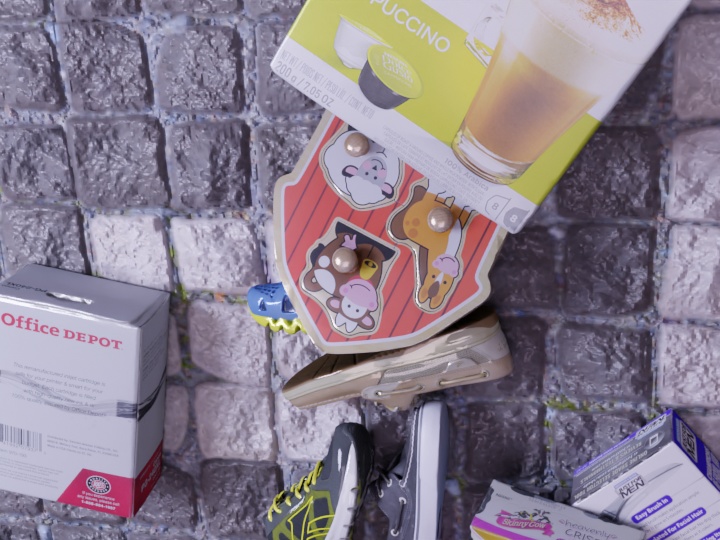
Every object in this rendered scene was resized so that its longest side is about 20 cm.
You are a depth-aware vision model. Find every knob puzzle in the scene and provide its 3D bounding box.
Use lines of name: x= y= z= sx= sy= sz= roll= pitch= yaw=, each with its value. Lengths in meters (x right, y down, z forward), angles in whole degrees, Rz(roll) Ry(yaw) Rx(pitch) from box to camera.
knob puzzle: x=0.013 y=-0.025 z=0.949 sx=0.219 sy=0.030 sz=0.220 roll=-1 pitch=86 yaw=17

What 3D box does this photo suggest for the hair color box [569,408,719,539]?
hair color box: x=0.284 y=0.227 z=1.030 sx=0.109 sy=0.065 sz=0.200 roll=-39 pitch=100 yaw=25

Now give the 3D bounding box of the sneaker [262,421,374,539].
sneaker: x=-0.045 y=0.220 z=1.100 sx=0.085 sy=0.074 sz=0.200 roll=18 pitch=115 yaw=6

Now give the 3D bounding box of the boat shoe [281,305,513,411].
boat shoe: x=0.030 y=0.090 z=1.032 sx=0.200 sy=0.072 sz=0.065 roll=-19 pitch=104 yaw=14

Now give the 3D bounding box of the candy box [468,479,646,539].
candy box: x=0.159 y=0.287 z=1.048 sx=0.136 sy=0.061 sz=0.200 roll=16 pitch=130 yaw=19

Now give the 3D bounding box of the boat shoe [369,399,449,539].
boat shoe: x=0.040 y=0.201 z=1.081 sx=0.066 sy=0.070 sz=0.200 roll=7 pitch=121 yaw=9

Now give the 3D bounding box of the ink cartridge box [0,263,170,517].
ink cartridge box: x=-0.255 y=0.107 z=1.100 sx=0.145 sy=0.083 sz=0.200 roll=11 pitch=114 yaw=9

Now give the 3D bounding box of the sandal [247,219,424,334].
sandal: x=0.000 y=0.000 z=1.004 sx=0.200 sy=0.079 sz=0.087 roll=-11 pitch=101 yaw=11

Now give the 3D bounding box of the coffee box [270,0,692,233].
coffee box: x=0.090 y=-0.185 z=0.831 sx=0.200 sy=0.200 sz=0.198 roll=34 pitch=115 yaw=-2
